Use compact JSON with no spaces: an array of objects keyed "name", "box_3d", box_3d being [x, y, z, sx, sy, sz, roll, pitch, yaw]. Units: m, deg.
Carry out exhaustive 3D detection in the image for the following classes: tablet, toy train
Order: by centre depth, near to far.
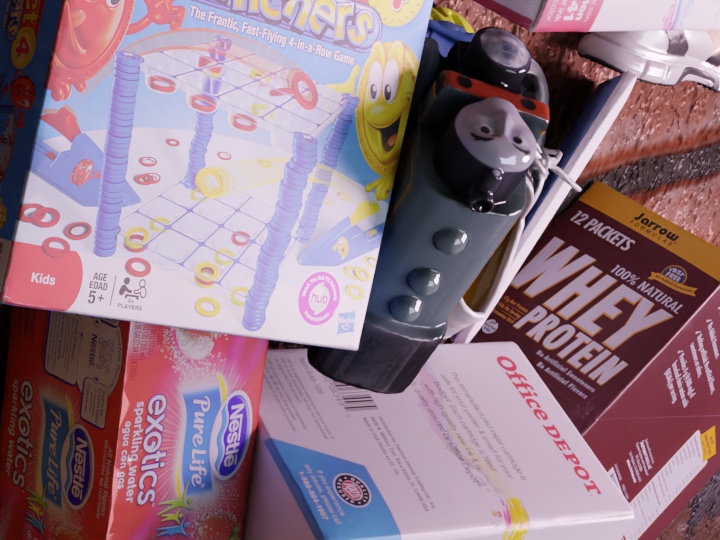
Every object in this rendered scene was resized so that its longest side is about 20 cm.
[{"name":"toy train","box_3d":[0.032,-0.028,0.808,0.085,0.114,0.200,17,135,-17]},{"name":"tablet","box_3d":[0.114,-0.038,1.029,0.200,0.014,0.130,-58,-179,4]}]

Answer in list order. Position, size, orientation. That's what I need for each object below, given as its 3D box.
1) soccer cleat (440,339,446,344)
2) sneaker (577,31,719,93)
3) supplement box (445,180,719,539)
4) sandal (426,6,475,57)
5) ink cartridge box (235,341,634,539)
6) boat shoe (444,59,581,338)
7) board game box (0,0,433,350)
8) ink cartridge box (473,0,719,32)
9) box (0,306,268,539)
[{"name":"soccer cleat","box_3d":[0.000,0.000,0.950,0.200,0.069,0.085,22,104,-48]},{"name":"sneaker","box_3d":[0.230,-0.164,1.073,0.200,0.074,0.080,-1,114,-49]},{"name":"supplement box","box_3d":[0.171,0.087,1.147,0.200,0.133,0.197,-44,142,-14]},{"name":"sandal","box_3d":[0.015,-0.108,0.868,0.200,0.087,0.080,-8,125,-42]},{"name":"ink cartridge box","box_3d":[0.016,0.141,0.900,0.200,0.147,0.146,0,129,-31]},{"name":"boat shoe","box_3d":[0.083,-0.052,0.931,0.075,0.086,0.202,41,58,-25]},{"name":"board game box","box_3d":[-0.068,-0.074,0.707,0.200,0.056,0.196,10,94,-43]},{"name":"ink cartridge box","box_3d":[0.117,-0.191,0.864,0.200,0.148,0.086,-6,122,-45]},{"name":"box","box_3d":[-0.117,0.072,0.817,0.095,0.100,0.200,-6,109,-45]}]
